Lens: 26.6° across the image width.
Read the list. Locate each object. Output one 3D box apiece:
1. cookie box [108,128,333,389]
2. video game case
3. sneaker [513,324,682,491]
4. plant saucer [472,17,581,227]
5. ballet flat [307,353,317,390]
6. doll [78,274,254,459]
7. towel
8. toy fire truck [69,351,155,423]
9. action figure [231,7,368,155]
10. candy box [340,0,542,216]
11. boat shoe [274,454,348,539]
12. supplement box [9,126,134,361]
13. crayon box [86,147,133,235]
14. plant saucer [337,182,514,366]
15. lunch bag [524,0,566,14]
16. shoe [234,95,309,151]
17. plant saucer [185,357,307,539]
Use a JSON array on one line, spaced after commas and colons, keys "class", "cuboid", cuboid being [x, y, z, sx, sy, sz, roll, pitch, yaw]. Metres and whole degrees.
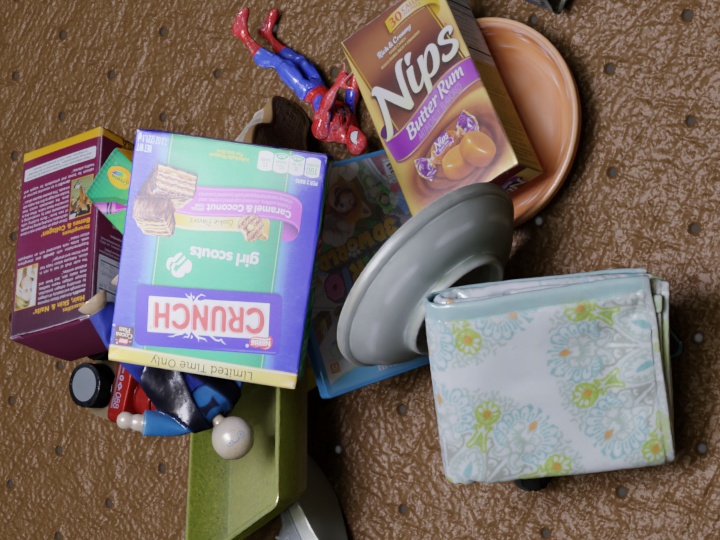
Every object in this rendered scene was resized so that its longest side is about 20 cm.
[{"class": "cookie box", "cuboid": [-0.119, -0.011, 1.317, 0.170, 0.075, 0.202, 8, 95, 5]}, {"class": "video game case", "cuboid": [0.000, 0.000, 1.389, 0.018, 0.142, 0.202, -13, 93, 62]}, {"class": "sneaker", "cuboid": [0.199, 0.117, 1.310, 0.082, 0.073, 0.201, 34, 109, 17]}, {"class": "plant saucer", "cuboid": [0.116, -0.131, 1.407, 0.199, 0.037, 0.202, -4, 82, 32]}, {"class": "ballet flat", "cuboid": [-0.028, 0.042, 1.465, 0.200, 0.067, 0.067, -46, 60, 21]}, {"class": "doll", "cuboid": [-0.172, 0.094, 1.394, 0.136, 0.048, 0.200, -42, 91, -20]}, {"class": "towel", "cuboid": [0.158, 0.089, 1.253, 0.198, 0.048, 0.173, -6, 109, 6]}, {"class": "toy fire truck", "cuboid": [-0.191, 0.079, 1.521, 0.199, 0.128, 0.178, 15, 93, 36]}, {"class": "action figure", "cuboid": [-0.042, -0.202, 1.493, 0.200, 0.065, 0.099, 54, 130, 24]}, {"class": "candy box", "cuboid": [0.071, -0.150, 1.384, 0.116, 0.056, 0.201, -32, 68, 27]}, {"class": "boat shoe", "cuboid": [-0.051, 0.270, 1.456, 0.071, 0.070, 0.202, -31, 70, 26]}, {"class": "supplement box", "cuboid": [-0.272, -0.025, 1.501, 0.110, 0.085, 0.202, -15, 64, 32]}, {"class": "crayon box", "cuboid": [-0.156, -0.047, 1.476, 0.119, 0.200, 0.058, 44, 106, 28]}, {"class": "plant saucer", "cuboid": [0.070, 0.017, 1.308, 0.050, 0.200, 0.201, 44, 108, 25]}, {"class": "lunch bag", "cuboid": [0.144, -0.358, 1.367, 0.163, 0.117, 0.201, 30, 96, 31]}, {"class": "shoe", "cuboid": [-0.087, -0.111, 1.462, 0.070, 0.200, 0.053, 39, 110, -10]}, {"class": "plant saucer", "cuboid": [-0.103, 0.167, 1.458, 0.200, 0.048, 0.201, -41, 41, 48]}]
